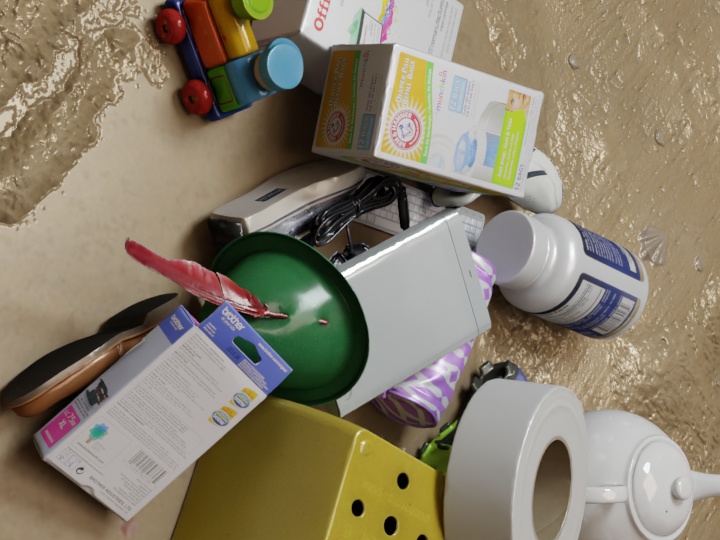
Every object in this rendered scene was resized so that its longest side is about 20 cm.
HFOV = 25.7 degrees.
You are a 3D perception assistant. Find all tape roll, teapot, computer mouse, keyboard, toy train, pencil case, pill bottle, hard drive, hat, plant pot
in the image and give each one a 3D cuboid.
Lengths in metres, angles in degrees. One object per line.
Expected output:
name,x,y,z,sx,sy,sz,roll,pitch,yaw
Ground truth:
tape roll,0.150,0.203,1.487,0.202,0.071,0.203,-14,106,-61
teapot,0.302,0.246,1.771,0.198,0.146,0.200,53,54,-23
computer mouse,0.000,0.000,1.571,0.140,0.046,0.200,-38,132,-36
keyboard,0.059,-0.058,1.684,0.200,0.011,0.056,18,72,-39
toy train,-0.129,-0.247,1.468,0.085,0.116,0.201,-28,103,-42
pencil case,0.075,0.063,1.629,0.086,0.084,0.200,49,53,-45
pill bottle,0.220,0.001,1.748,0.200,0.111,0.111,22,69,-43
hard drive,0.033,0.039,1.534,0.200,0.027,0.132,-28,112,-29
hat,-0.114,0.064,1.379,0.200,0.166,0.176,39,32,9
plant pot,-0.030,0.232,1.446,0.200,0.176,0.201,34,62,-34

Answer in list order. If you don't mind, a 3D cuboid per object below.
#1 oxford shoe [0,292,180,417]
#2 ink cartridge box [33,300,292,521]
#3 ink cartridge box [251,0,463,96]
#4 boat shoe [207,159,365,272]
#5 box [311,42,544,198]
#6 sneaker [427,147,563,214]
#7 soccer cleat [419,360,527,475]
oxford shoe,-0.221,0.087,1.367,0.200,0.071,0.071,-29,108,-42
ink cartridge box,-0.166,0.114,1.347,0.200,0.042,0.119,-40,133,0
ink cartridge box,-0.002,-0.248,1.606,0.200,0.084,0.145,29,66,-37
boat shoe,-0.065,-0.039,1.537,0.200,0.075,0.093,-28,118,-41
box,0.066,-0.145,1.539,0.200,0.101,0.113,13,88,-38
sneaker,0.131,-0.093,1.702,0.199,0.079,0.130,44,53,-29
soccer cleat,0.125,0.182,1.674,0.200,0.065,0.084,-51,122,-34
